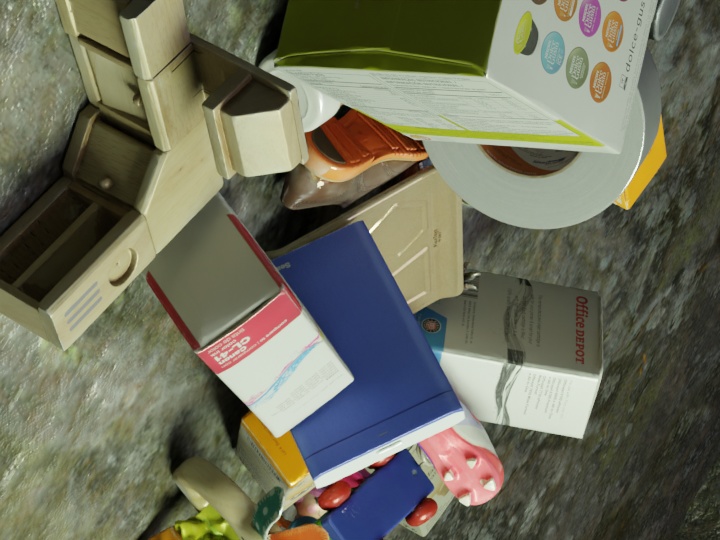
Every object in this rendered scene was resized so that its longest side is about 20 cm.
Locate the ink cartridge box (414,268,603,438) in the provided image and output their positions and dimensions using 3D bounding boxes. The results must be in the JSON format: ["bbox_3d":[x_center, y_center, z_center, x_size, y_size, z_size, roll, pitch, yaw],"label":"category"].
[{"bbox_3d":[0.133,0.076,1.743,0.145,0.199,0.084,-79,179,-55],"label":"ink cartridge box"}]

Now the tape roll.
[{"bbox_3d":[0.151,-0.139,1.489,0.066,0.200,0.201,-47,154,-55],"label":"tape roll"}]

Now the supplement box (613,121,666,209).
[{"bbox_3d":[0.181,-0.154,1.650,0.074,0.200,0.126,-52,153,-14],"label":"supplement box"}]

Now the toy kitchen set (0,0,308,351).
[{"bbox_3d":[-0.152,-0.065,1.141,0.181,0.163,0.200,-49,152,-27],"label":"toy kitchen set"}]

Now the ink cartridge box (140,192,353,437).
[{"bbox_3d":[-0.097,0.024,1.343,0.086,0.148,0.200,-36,152,-4],"label":"ink cartridge box"}]

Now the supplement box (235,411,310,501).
[{"bbox_3d":[-0.038,0.138,1.547,0.126,0.074,0.200,-37,172,-12],"label":"supplement box"}]

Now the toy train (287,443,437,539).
[{"bbox_3d":[0.018,0.214,1.698,0.200,0.085,0.116,-38,-177,-40],"label":"toy train"}]

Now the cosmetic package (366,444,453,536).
[{"bbox_3d":[0.056,0.198,1.920,0.105,0.071,0.200,-53,154,-18],"label":"cosmetic package"}]

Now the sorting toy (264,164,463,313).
[{"bbox_3d":[0.000,0.000,1.590,0.199,0.037,0.185,-26,144,-16],"label":"sorting toy"}]

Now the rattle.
[{"bbox_3d":[-0.126,0.240,1.481,0.142,0.200,0.131,-25,112,-22],"label":"rattle"}]

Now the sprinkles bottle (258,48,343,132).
[{"bbox_3d":[0.001,-0.186,1.429,0.200,0.068,0.068,-41,148,-39],"label":"sprinkles bottle"}]

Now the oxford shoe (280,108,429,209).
[{"bbox_3d":[-0.003,-0.099,1.533,0.200,0.071,0.073,-17,151,-53],"label":"oxford shoe"}]

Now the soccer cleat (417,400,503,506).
[{"bbox_3d":[0.069,0.131,1.653,0.067,0.200,0.076,-32,-172,15],"label":"soccer cleat"}]

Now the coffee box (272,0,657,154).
[{"bbox_3d":[0.086,-0.213,1.315,0.197,0.199,0.201,21,80,-50],"label":"coffee box"}]

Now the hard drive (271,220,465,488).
[{"bbox_3d":[-0.016,0.065,1.440,0.132,0.200,0.025,-25,149,-5],"label":"hard drive"}]

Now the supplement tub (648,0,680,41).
[{"bbox_3d":[0.176,-0.262,1.520,0.107,0.199,0.107,-55,157,-38],"label":"supplement tub"}]

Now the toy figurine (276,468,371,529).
[{"bbox_3d":[-0.051,0.269,1.765,0.200,0.150,0.185,33,70,-41],"label":"toy figurine"}]

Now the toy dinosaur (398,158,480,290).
[{"bbox_3d":[0.061,-0.056,1.654,0.200,0.105,0.182,-43,136,-21],"label":"toy dinosaur"}]
